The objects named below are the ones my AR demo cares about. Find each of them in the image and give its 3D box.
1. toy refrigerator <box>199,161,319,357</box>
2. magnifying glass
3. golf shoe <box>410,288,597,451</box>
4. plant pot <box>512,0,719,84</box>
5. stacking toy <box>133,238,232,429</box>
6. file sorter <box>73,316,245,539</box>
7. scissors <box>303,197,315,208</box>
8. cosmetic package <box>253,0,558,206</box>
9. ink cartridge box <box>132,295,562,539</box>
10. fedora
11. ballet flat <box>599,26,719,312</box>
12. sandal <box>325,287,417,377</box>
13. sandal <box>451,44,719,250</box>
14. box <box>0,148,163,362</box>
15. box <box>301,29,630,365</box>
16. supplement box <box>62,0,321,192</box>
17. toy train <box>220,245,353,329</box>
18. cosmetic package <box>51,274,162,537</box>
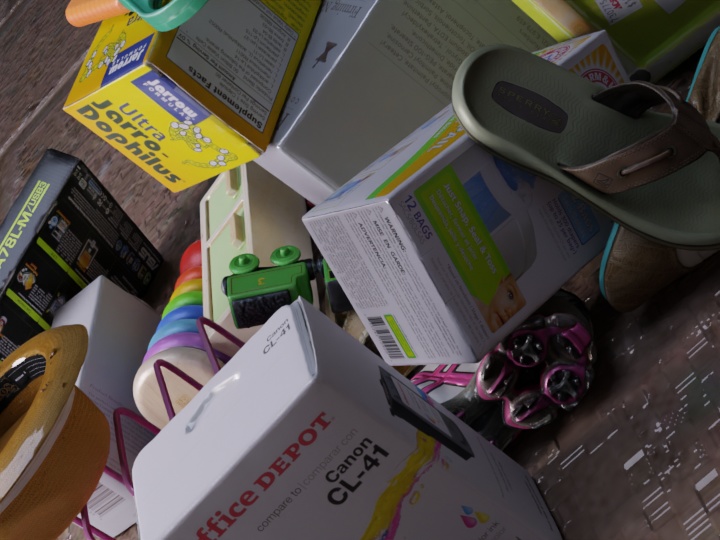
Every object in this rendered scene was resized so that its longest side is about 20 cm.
[{"bbox_3d":[-0.089,-0.015,1.262,0.076,0.070,0.201,-50,27,26],"label":"toy refrigerator"},{"bbox_3d":[-0.145,-0.190,1.026,0.199,0.022,0.080,-3,57,55],"label":"magnifying glass"},{"bbox_3d":[0.064,0.087,0.944,0.199,0.073,0.092,-38,13,16],"label":"golf shoe"},{"bbox_3d":[0.178,-0.249,1.008,0.198,0.199,0.183,-37,38,26],"label":"plant pot"},{"bbox_3d":[-0.132,0.044,1.279,0.085,0.085,0.201,-37,25,26],"label":"stacking toy"},{"bbox_3d":[-0.123,0.154,1.078,0.200,0.125,0.139,-49,28,9],"label":"file sorter"},{"bbox_3d":[-0.005,-0.134,1.341,0.073,0.014,0.202,-26,38,45],"label":"scissors"},{"bbox_3d":[0.020,-0.140,1.146,0.201,0.166,0.167,-56,29,-4],"label":"cosmetic package"},{"bbox_3d":[-0.007,0.135,0.848,0.148,0.199,0.086,-46,29,13],"label":"ink cartridge box"},{"bbox_3d":[-0.233,0.134,1.052,0.200,0.082,0.201,-39,25,22],"label":"fedora"},{"bbox_3d":[0.210,-0.060,0.897,0.072,0.068,0.201,15,66,38],"label":"ballet flat"},{"bbox_3d":[0.011,0.066,1.052,0.069,0.078,0.212,-7,24,7],"label":"sandal"},{"bbox_3d":[0.145,-0.071,0.838,0.057,0.199,0.080,110,-179,-68],"label":"sandal"},{"bbox_3d":[-0.275,0.021,1.391,0.047,0.200,0.194,21,72,26],"label":"box"},{"bbox_3d":[0.082,-0.045,0.928,0.199,0.113,0.101,-38,15,-28],"label":"box"},{"bbox_3d":[-0.110,-0.177,1.092,0.109,0.109,0.202,-18,44,46],"label":"supplement box"},{"bbox_3d":[0.000,0.000,1.057,0.198,0.042,0.057,-12,35,2],"label":"toy train"},{"bbox_3d":[-0.217,0.113,1.292,0.074,0.101,0.201,-34,33,27],"label":"cosmetic package"}]
